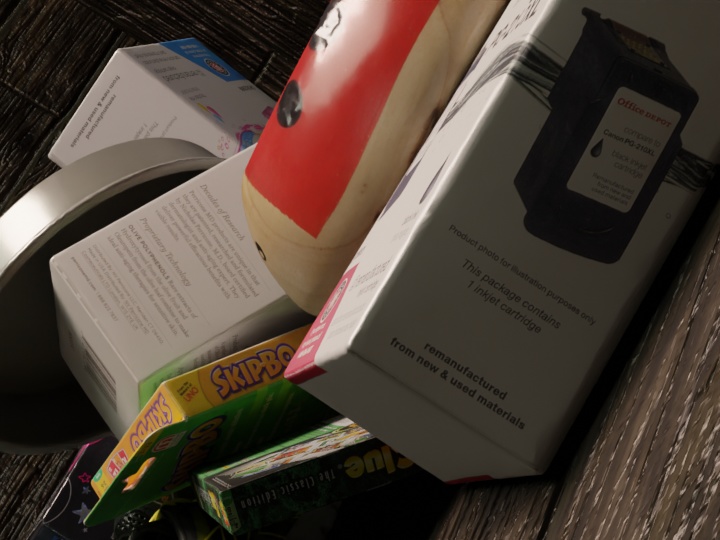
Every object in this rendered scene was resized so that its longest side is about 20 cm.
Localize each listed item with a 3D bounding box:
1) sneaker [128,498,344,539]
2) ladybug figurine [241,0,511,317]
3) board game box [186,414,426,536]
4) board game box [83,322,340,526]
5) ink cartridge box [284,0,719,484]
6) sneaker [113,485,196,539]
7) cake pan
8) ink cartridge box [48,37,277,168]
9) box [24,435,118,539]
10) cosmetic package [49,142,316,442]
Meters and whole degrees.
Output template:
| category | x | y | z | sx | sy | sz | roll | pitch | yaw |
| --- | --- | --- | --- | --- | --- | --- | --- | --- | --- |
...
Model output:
| category | x | y | z | sx | sy | sz | roll | pitch | yaw |
| --- | --- | --- | --- | --- | --- | --- | --- | --- | --- |
| sneaker | -0.065 | 0.131 | 1.118 | 0.075 | 0.084 | 0.200 | -54 | 7 | 23 |
| ladybug figurine | 0.009 | -0.077 | 0.983 | 0.201 | 0.072 | 0.136 | -61 | 1 | 13 |
| board game box | -0.017 | 0.082 | 0.998 | 0.104 | 0.024 | 0.200 | -21 | 1 | -8 |
| board game box | -0.044 | 0.061 | 1.116 | 0.199 | 0.030 | 0.096 | -24 | -19 | -41 |
| ink cartridge box | 0.065 | -0.030 | 0.847 | 0.201 | 0.084 | 0.145 | -59 | 6 | -11 |
| sneaker | -0.099 | 0.131 | 1.255 | 0.087 | 0.080 | 0.200 | -64 | -17 | -13 |
| cake pan | -0.129 | 0.010 | 1.195 | 0.199 | 0.037 | 0.201 | -29 | -32 | -20 |
| ink cartridge box | -0.068 | -0.047 | 1.411 | 0.085 | 0.200 | 0.144 | -53 | -6 | 16 |
| box | -0.110 | 0.117 | 1.444 | 0.201 | 0.114 | 0.132 | -59 | 4 | -24 |
| cosmetic package | -0.045 | 0.000 | 1.145 | 0.199 | 0.085 | 0.108 | -31 | -22 | -20 |
